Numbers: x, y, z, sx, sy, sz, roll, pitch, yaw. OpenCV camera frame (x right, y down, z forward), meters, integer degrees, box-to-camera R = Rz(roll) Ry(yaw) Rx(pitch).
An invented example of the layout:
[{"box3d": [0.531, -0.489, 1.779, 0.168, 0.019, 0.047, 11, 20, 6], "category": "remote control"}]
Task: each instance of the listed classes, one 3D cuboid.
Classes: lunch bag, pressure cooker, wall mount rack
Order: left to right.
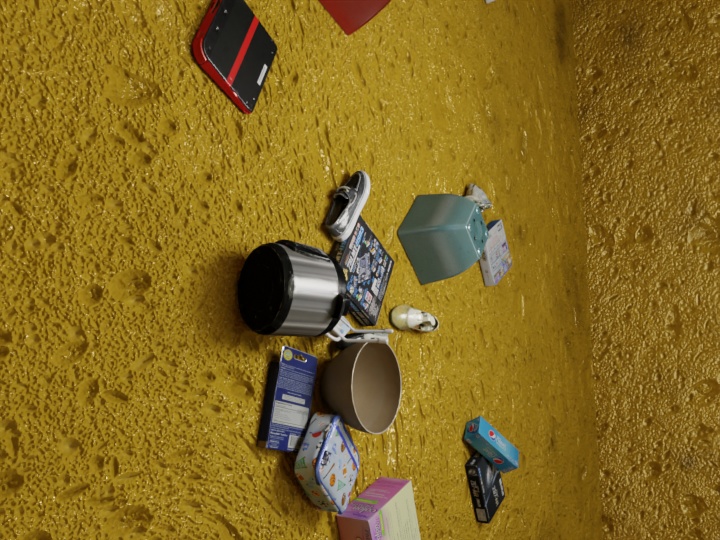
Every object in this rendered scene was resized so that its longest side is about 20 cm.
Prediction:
[{"box3d": [-0.123, 0.042, 1.200, 0.197, 0.178, 0.179, 9, 51, -43], "category": "pressure cooker"}, {"box3d": [-0.065, 0.405, 1.296, 0.162, 0.074, 0.203, -64, 147, -42], "category": "lunch bag"}, {"box3d": [-0.019, 0.116, 1.345, 0.173, 0.075, 0.200, 40, 10, 4], "category": "wall mount rack"}]

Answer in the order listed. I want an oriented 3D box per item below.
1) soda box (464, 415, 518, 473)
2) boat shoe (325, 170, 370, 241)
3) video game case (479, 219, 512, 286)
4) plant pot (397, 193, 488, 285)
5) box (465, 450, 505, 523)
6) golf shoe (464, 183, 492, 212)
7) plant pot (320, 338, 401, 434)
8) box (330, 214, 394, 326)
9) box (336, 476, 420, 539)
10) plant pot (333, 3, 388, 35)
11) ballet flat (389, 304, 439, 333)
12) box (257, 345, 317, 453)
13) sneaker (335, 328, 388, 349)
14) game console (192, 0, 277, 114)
[{"box3d": [0.421, 0.559, 1.945, 0.200, 0.064, 0.068, 43, 38, -18], "category": "soda box"}, {"box3d": [-0.035, -0.171, 1.471, 0.068, 0.070, 0.204, 46, 56, -42], "category": "boat shoe"}, {"box3d": [0.485, -0.067, 2.218, 0.199, 0.045, 0.185, -35, 112, -51], "category": "video game case"}, {"box3d": [0.257, -0.102, 1.763, 0.199, 0.196, 0.197, 61, 40, -28], "category": "plant pot"}, {"box3d": [0.409, 0.688, 1.984, 0.159, 0.043, 0.205, -24, 104, -54], "category": "box"}, {"box3d": [0.381, -0.251, 2.095, 0.199, 0.077, 0.099, -4, 71, -61], "category": "golf shoe"}, {"box3d": [-0.014, 0.259, 1.369, 0.198, 0.132, 0.206, 12, 75, -54], "category": "plant pot"}, {"box3d": [0.000, 0.000, 1.506, 0.199, 0.049, 0.203, 48, 48, -39], "category": "box"}, {"box3d": [0.048, 0.619, 1.433, 0.198, 0.095, 0.181, -18, 99, -55], "category": "box"}, {"box3d": [-0.002, -0.758, 1.518, 0.199, 0.173, 0.205, 35, 57, -46], "category": "plant pot"}, {"box3d": [0.158, 0.136, 1.696, 0.198, 0.069, 0.073, 21, 68, -52], "category": "ballet flat"}, {"box3d": [-0.148, 0.268, 1.261, 0.120, 0.032, 0.205, 29, 64, -50], "category": "box"}, {"box3d": [0.013, 0.191, 1.471, 0.198, 0.073, 0.091, 3, 80, -54], "category": "sneaker"}, {"box3d": [-0.252, -0.451, 1.240, 0.177, 0.030, 0.204, 48, 48, -46], "category": "game console"}]
